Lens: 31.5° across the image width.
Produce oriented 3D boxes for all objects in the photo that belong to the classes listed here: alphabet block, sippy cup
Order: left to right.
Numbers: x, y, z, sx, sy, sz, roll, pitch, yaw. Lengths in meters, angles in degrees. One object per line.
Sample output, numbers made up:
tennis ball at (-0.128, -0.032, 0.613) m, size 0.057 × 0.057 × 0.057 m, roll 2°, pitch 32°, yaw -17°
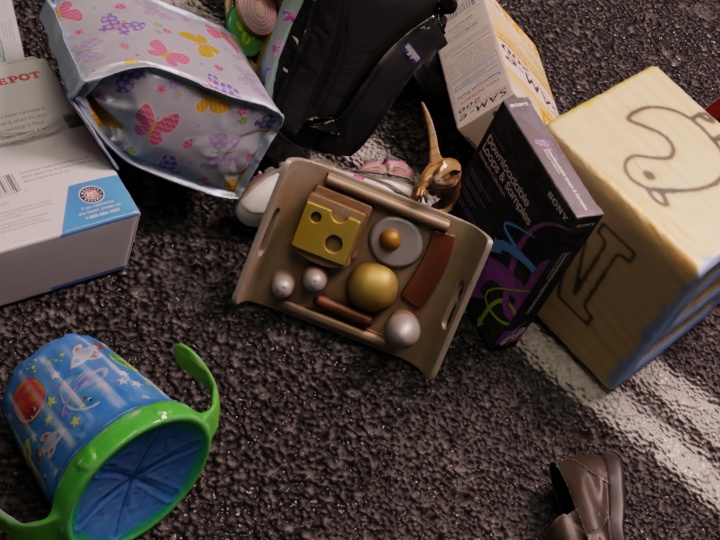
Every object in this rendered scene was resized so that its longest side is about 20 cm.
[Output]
sippy cup at (-0.206, 0.123, 0.988) m, size 0.130 × 0.140 × 0.177 m, roll 43°, pitch 25°, yaw 28°
alphabet block at (0.266, -0.043, 1.249) m, size 0.195 × 0.197 × 0.200 m, roll -29°, pitch 67°, yaw -38°

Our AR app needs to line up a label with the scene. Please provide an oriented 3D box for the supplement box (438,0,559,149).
supplement box at (0.149, -0.198, 1.361) m, size 0.126 × 0.073 × 0.201 m, roll 39°, pitch 30°, yaw -40°

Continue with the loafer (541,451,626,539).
loafer at (0.187, 0.243, 1.080) m, size 0.071 × 0.073 × 0.201 m, roll 8°, pitch 45°, yaw -2°

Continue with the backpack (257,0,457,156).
backpack at (-0.019, -0.210, 1.248) m, size 0.166 × 0.201 × 0.127 m, roll 24°, pitch 6°, yaw -12°

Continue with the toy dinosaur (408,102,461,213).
toy dinosaur at (0.076, -0.087, 1.227) m, size 0.060 × 0.107 × 0.200 m, roll 21°, pitch 13°, yaw -11°

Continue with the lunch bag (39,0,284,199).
lunch bag at (-0.196, -0.170, 1.178) m, size 0.199 × 0.128 × 0.170 m, roll 19°, pitch 26°, yaw -38°

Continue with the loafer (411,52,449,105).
loafer at (0.031, -0.247, 1.363) m, size 0.070 × 0.201 × 0.068 m, roll -37°, pitch 39°, yaw 3°

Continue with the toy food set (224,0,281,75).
toy food set at (-0.062, -0.273, 1.342) m, size 0.200 × 0.048 × 0.199 m, roll -47°, pitch 117°, yaw -29°

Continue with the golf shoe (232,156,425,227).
golf shoe at (-0.024, -0.058, 1.233) m, size 0.198 × 0.073 × 0.093 m, roll -5°, pitch 56°, yaw -25°

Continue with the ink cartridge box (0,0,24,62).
ink cartridge box at (-0.443, -0.254, 1.253) m, size 0.198 × 0.043 × 0.198 m, roll -6°, pitch 56°, yaw -22°

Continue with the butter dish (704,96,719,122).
butter dish at (0.473, -0.149, 1.431) m, size 0.199 × 0.200 × 0.149 m, roll -26°, pitch 81°, yaw -35°

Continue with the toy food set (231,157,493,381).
toy food set at (0.000, 0.000, 1.142) m, size 0.198 × 0.145 × 0.060 m, roll 21°, pitch 16°, yaw -4°

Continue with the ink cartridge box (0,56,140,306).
ink cartridge box at (-0.308, -0.081, 1.136) m, size 0.144 × 0.084 × 0.201 m, roll -19°, pitch 61°, yaw -31°

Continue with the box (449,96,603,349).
box at (0.139, -0.041, 1.194) m, size 0.036 × 0.201 × 0.144 m, roll -9°, pitch 56°, yaw -30°
